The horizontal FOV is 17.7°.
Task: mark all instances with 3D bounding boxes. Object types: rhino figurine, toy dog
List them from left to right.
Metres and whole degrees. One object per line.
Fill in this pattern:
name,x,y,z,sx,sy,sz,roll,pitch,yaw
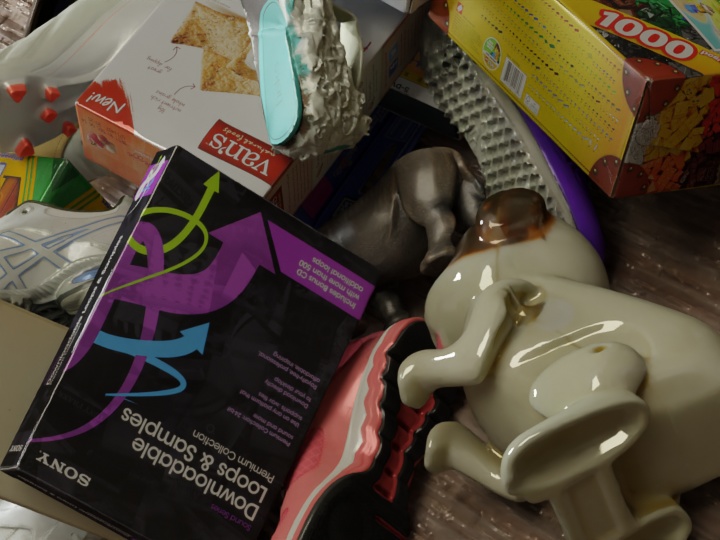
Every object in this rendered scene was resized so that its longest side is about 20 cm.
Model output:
rhino figurine,0.000,0.000,1.372,0.199,0.060,0.088,-36,54,29
toy dog,0.107,0.042,1.217,0.193,0.140,0.200,-39,42,0

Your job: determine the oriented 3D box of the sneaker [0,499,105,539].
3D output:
sneaker,-0.168,0.147,1.384,0.199,0.075,0.100,-31,63,10

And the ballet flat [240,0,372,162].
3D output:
ballet flat,-0.035,-0.156,1.324,0.071,0.072,0.202,-15,75,24

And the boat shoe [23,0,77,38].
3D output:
boat shoe,-0.214,-0.148,1.646,0.071,0.060,0.201,-10,51,27

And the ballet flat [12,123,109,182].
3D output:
ballet flat,-0.152,-0.109,1.519,0.200,0.069,0.063,-44,56,1

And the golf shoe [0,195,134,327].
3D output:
golf shoe,-0.209,0.006,1.366,0.198,0.079,0.098,-7,52,-16

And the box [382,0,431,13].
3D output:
box,0.023,-0.262,1.410,0.176,0.097,0.200,31,42,24

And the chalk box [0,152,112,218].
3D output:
chalk box,-0.238,0.039,1.465,0.124,0.124,0.201,7,60,38

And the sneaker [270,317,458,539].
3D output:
sneaker,-0.013,0.120,1.300,0.086,0.074,0.201,-8,47,46

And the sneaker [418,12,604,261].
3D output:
sneaker,0.116,-0.083,1.360,0.099,0.070,0.201,-12,59,-22

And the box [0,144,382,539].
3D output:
box,-0.090,0.053,1.265,0.201,0.142,0.036,-65,19,-15

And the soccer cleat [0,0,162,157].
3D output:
soccer cleat,-0.189,-0.129,1.457,0.199,0.070,0.078,-21,51,-21

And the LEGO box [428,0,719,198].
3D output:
LEGO box,0.155,-0.132,1.301,0.148,0.078,0.200,-9,39,-31

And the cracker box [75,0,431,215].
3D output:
cracker box,-0.060,-0.123,1.385,0.133,0.058,0.201,27,61,17

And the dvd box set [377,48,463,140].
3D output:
dvd box set,0.048,-0.191,1.477,0.145,0.029,0.201,25,66,20

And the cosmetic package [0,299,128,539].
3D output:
cosmetic package,-0.157,0.091,1.294,0.073,0.199,0.104,1,70,69

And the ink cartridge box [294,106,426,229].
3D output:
ink cartridge box,-0.052,-0.095,1.508,0.199,0.042,0.120,23,71,42
